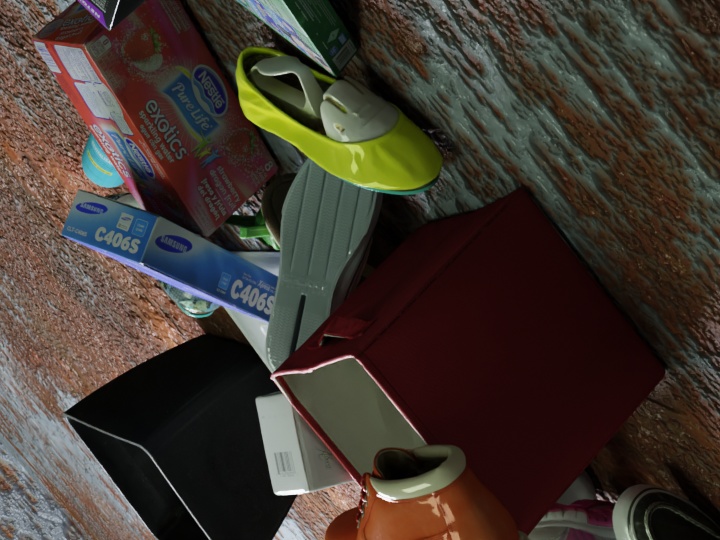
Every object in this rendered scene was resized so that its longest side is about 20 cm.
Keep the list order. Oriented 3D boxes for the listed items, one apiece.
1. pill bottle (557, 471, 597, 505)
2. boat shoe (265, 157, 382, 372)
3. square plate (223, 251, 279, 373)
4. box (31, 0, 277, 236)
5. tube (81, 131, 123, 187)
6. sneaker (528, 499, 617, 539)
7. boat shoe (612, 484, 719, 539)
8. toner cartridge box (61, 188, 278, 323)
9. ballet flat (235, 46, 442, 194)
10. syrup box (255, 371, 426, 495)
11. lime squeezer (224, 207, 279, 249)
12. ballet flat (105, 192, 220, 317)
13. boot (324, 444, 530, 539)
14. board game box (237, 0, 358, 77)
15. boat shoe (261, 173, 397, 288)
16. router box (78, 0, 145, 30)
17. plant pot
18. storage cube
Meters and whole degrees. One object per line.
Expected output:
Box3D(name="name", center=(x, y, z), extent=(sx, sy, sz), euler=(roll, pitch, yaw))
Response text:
Box3D(name="pill bottle", center=(0.098, 0.193, 1.471), extent=(0.199, 0.116, 0.116), euler=(13, 141, 53))
Box3D(name="boat shoe", center=(-0.029, -0.013, 1.325), extent=(0.071, 0.202, 0.062), euler=(20, -167, 10))
Box3D(name="square plate", center=(-0.065, 0.065, 1.665), extent=(0.199, 0.028, 0.199), euler=(55, 156, -19))
Box3D(name="box", center=(-0.168, -0.137, 1.423), extent=(0.099, 0.095, 0.201), euler=(15, 143, 52))
Box3D(name="tube", center=(-0.215, -0.137, 1.582), extent=(0.077, 0.051, 0.200), euler=(39, 152, -2))
Box3D(name="sneaker", center=(0.151, 0.223, 1.329), extent=(0.198, 0.089, 0.081), euler=(8, 177, -32))
Box3D(name="boat shoe", center=(0.275, 0.233, 1.292), extent=(0.200, 0.071, 0.064), euler=(43, 159, -11))
Box3D(name="toner cartridge box", center=(-0.155, -0.010, 1.461), extent=(0.094, 0.044, 0.200), euler=(17, 174, 32))
Box3D(name="ballet flat", center=(-0.024, -0.115, 1.247), extent=(0.199, 0.067, 0.068), euler=(29, 148, 40))
Box3D(name="syrup box", center=(0.026, 0.114, 1.348), extent=(0.079, 0.198, 0.083), euler=(-18, 84, 65))
Box3D(name="lime squeezer", center=(-0.088, -0.042, 1.473), extent=(0.070, 0.038, 0.200), euler=(20, -179, -17))
Box3D(name="ballet flat", center=(-0.195, -0.036, 1.689), extent=(0.200, 0.074, 0.075), euler=(40, 158, 32))
Box3D(name="boot", center=(0.027, 0.161, 1.145), extent=(0.199, 0.075, 0.108), euler=(-12, 116, 54))
Box3D(name="board game box", center=(-0.079, -0.209, 1.144), extent=(0.134, 0.029, 0.200), euler=(40, 178, 18))
Box3D(name="boat shoe", center=(0.000, 0.000, 1.398), extent=(0.200, 0.072, 0.076), euler=(41, 173, 17))
Box3D(name="router box", center=(-0.080, -0.239, 0.961), extent=(0.051, 0.200, 0.149), euler=(44, 158, 0))
Box3D(name="plant pot", center=(-0.165, 0.184, 1.843), extent=(0.199, 0.177, 0.201), euler=(10, 137, 54))
Box3D(name="storage cube", center=(0.076, 0.076, 1.235), extent=(0.200, 0.180, 0.171), euler=(49, 157, -9))
